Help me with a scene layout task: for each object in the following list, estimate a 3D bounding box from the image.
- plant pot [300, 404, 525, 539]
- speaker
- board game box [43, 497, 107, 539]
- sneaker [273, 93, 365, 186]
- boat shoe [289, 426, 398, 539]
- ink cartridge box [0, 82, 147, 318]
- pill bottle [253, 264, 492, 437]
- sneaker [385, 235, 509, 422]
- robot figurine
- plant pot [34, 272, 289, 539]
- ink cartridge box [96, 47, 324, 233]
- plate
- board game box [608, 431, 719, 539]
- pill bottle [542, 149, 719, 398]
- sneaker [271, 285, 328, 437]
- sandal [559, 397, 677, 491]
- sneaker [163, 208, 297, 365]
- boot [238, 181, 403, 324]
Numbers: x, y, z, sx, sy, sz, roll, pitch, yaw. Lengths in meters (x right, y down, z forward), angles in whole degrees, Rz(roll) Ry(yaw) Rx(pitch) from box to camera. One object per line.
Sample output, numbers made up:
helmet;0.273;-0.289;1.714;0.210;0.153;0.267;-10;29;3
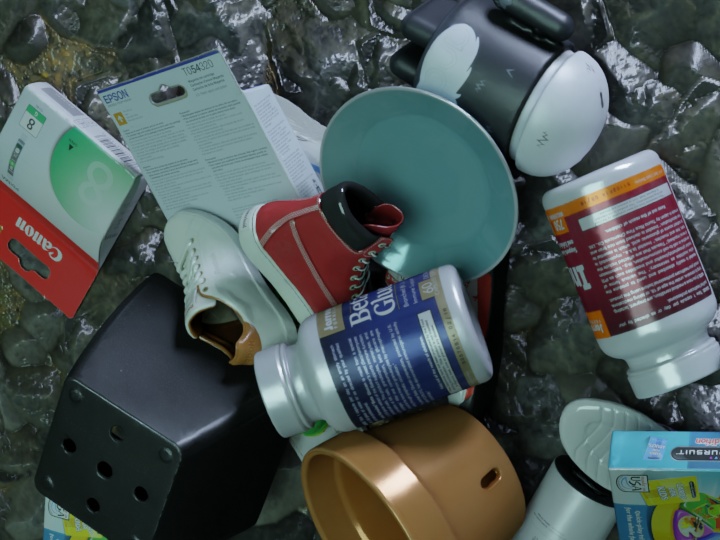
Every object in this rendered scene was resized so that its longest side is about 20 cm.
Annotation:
plant pot;0.057;0.217;1.558;0.200;0.139;0.201;42;149;32
speaker;0.172;0.275;1.595;0.081;0.081;0.201;32;111;15
board game box;-0.247;0.322;1.811;0.198;0.047;0.153;10;104;22
sneaker;-0.032;-0.099;1.628;0.199;0.072;0.073;32;129;15
boat shoe;-0.018;0.197;1.671;0.200;0.069;0.071;46;117;11
ink cartridge box;-0.327;-0.070;1.774;0.161;0.050;0.201;38;110;13
pill bottle;0.010;0.078;1.515;0.198;0.111;0.112;-21;91;7
sneaker;0.078;0.046;1.604;0.107;0.067;0.204;9;100;23
robot figurine;0.127;-0.169;1.511;0.199;0.150;0.125;32;81;16
plant pot;-0.193;0.156;1.605;0.199;0.177;0.201;30;119;15
ink cartridge box;-0.139;-0.113;1.623;0.195;0.043;0.201;-9;114;45
plate;0.055;-0.079;1.523;0.199;0.026;0.202;17;128;22
board game box;0.324;0.209;1.474;0.198;0.047;0.152;-1;132;17
pill bottle;0.246;0.005;1.493;0.112;0.113;0.202;-22;90;26
sneaker;-0.062;0.062;1.646;0.073;0.083;0.202;0;90;22
sandal;0.275;0.174;1.549;0.201;0.050;0.083;24;113;3
sneaker;-0.144;0.012;1.600;0.200;0.084;0.073;47;129;32
boot;0.000;0.000;1.549;0.143;0.073;0.200;-15;135;31
